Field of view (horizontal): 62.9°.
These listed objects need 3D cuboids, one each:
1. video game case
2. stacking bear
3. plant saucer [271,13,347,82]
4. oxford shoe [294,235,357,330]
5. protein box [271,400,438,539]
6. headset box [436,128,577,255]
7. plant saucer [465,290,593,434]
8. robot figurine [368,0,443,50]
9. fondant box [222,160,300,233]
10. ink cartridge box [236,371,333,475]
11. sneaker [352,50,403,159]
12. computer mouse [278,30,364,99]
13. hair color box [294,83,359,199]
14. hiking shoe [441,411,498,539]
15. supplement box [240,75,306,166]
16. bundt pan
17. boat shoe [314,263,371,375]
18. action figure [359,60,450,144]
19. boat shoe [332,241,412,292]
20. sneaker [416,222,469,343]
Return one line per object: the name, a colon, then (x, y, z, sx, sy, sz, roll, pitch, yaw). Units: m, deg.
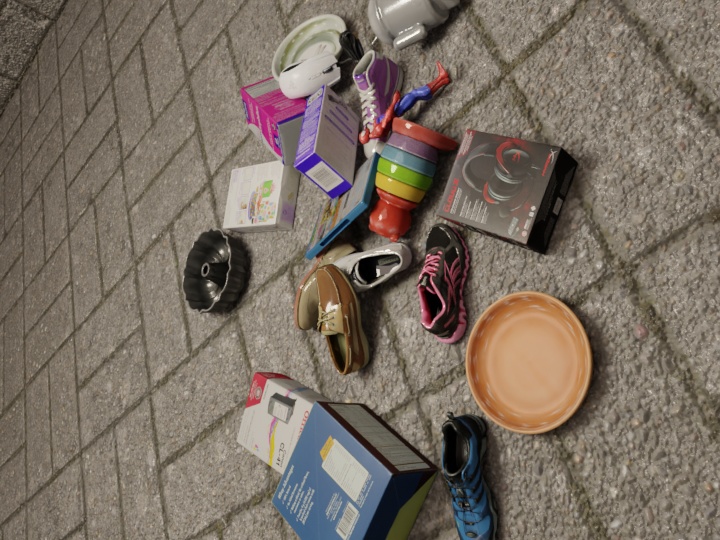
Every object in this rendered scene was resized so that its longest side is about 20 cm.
video game case: (-0.035, -0.122, 1.136, 0.199, 0.018, 0.146, -39, 28, 43)
stacking bear: (0.075, -0.157, 1.057, 0.119, 0.112, 0.206, 26, 103, 31)
plant saucer: (-0.108, -0.482, 1.323, 0.195, 0.050, 0.206, -15, 55, 22)
oxford shoe: (-0.070, 0.032, 1.163, 0.074, 0.070, 0.205, 28, 99, 36)
protein box: (-0.014, 0.360, 0.980, 0.198, 0.133, 0.203, 31, 100, 42)
headset box: (0.220, -0.131, 0.938, 0.197, 0.074, 0.153, 25, 96, 43)
plant saucer: (0.248, 0.135, 0.870, 0.196, 0.037, 0.207, -12, 71, 39)
robot figurine: (0.094, -0.508, 1.126, 0.196, 0.112, 0.175, -14, 65, 38)
fondant box: (-0.232, -0.168, 1.368, 0.196, 0.057, 0.149, 0, 79, 43)
ink cartridge box: (-0.140, 0.301, 1.145, 0.197, 0.084, 0.152, 15, 89, 44)
sneaker: (0.017, -0.323, 1.148, 0.071, 0.113, 0.208, 2, 81, 39)
computer mouse: (-0.079, -0.410, 1.223, 0.195, 0.112, 0.044, -21, 28, 11)
hair color box: (-0.063, -0.257, 1.165, 0.064, 0.109, 0.205, -25, 44, 35)
hiking shoe: (0.151, 0.318, 0.875, 0.073, 0.086, 0.207, -19, 67, 36)
supplement box: (-0.177, -0.337, 1.310, 0.200, 0.101, 0.103, 48, 155, 40)
bundt pan: (-0.343, 0.006, 1.409, 0.198, 0.075, 0.209, -13, 70, 38)
boat shoe: (-0.040, 0.092, 1.061, 0.074, 0.073, 0.206, -12, 101, 43)
action figure: (0.076, -0.305, 1.095, 0.199, 0.065, 0.052, -41, 89, 10)
boat shoe: (0.000, 0.000, 1.079, 0.196, 0.065, 0.075, -27, 91, 24)
sneaker: (0.128, 0.013, 0.972, 0.078, 0.094, 0.207, -15, 67, 39)
